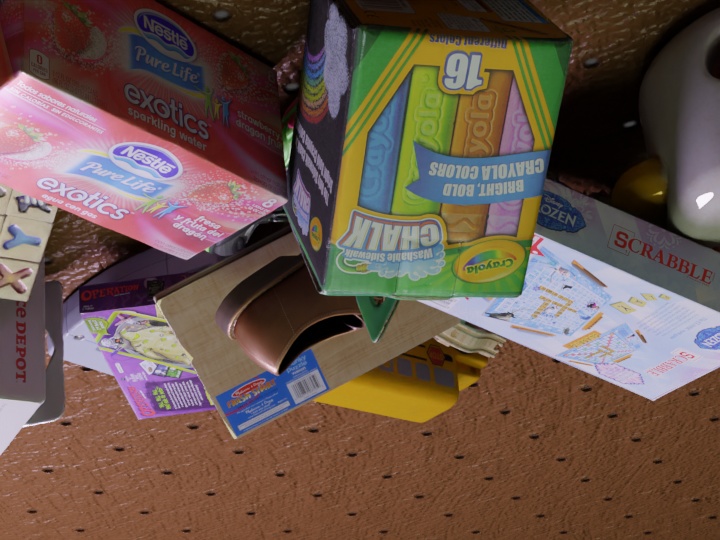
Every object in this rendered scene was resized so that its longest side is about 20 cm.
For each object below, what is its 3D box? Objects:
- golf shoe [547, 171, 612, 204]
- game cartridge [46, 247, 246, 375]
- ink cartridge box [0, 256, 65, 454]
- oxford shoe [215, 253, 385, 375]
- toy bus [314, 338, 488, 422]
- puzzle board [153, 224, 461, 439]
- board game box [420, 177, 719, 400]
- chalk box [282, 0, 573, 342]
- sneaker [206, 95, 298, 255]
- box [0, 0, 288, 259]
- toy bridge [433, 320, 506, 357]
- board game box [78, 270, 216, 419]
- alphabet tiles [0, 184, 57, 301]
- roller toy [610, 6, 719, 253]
[{"bbox_3d":[0.148,-0.020,1.040,0.199,0.075,0.092,15,108,-33],"label":"golf shoe"},{"bbox_3d":[-0.151,0.031,1.142,0.199,0.041,0.133,-26,150,32],"label":"game cartridge"},{"bbox_3d":[-0.321,0.056,1.049,0.199,0.129,0.125,10,148,-28],"label":"ink cartridge box"},{"bbox_3d":[0.000,0.000,0.985,0.200,0.071,0.071,-39,156,-11],"label":"oxford shoe"},{"bbox_3d":[0.019,0.077,1.218,0.199,0.079,0.065,16,145,-36],"label":"toy bus"},{"bbox_3d":[-0.035,0.027,1.061,0.199,0.017,0.151,-27,128,-4],"label":"puzzle board"},{"bbox_3d":[0.156,0.015,0.973,0.199,0.041,0.200,23,160,-6],"label":"board game box"},{"bbox_3d":[0.030,-0.059,0.823,0.123,0.125,0.201,1,117,-15],"label":"chalk box"},{"bbox_3d":[-0.040,-0.056,0.940,0.084,0.077,0.200,39,136,-16],"label":"sneaker"},{"bbox_3d":[-0.144,-0.096,0.834,0.094,0.103,0.200,-27,145,33],"label":"box"},{"bbox_3d":[0.057,0.034,1.154,0.200,0.067,0.027,28,100,-46],"label":"toy bridge"},{"bbox_3d":[-0.141,0.062,1.135,0.119,0.032,0.200,-11,151,-1],"label":"board game box"},{"bbox_3d":[-0.301,-0.034,0.933,0.199,0.006,0.167,9,120,-28],"label":"alphabet tiles"},{"bbox_3d":[0.276,-0.079,0.916,0.199,0.140,0.183,7,149,-23],"label":"roller toy"}]
